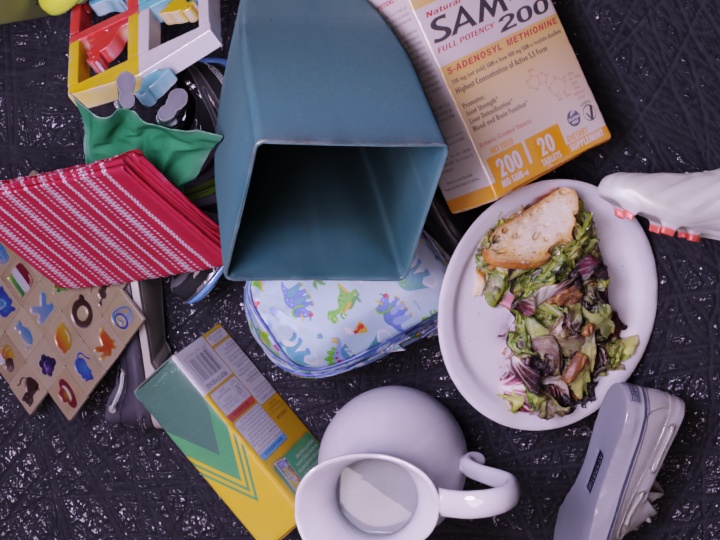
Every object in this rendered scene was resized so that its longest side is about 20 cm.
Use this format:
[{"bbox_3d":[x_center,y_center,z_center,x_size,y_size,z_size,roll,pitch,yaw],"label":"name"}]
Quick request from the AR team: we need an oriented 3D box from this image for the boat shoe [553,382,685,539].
[{"bbox_3d":[0.211,0.182,1.671,0.069,0.071,0.201,9,113,-16],"label":"boat shoe"}]

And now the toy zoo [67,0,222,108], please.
[{"bbox_3d":[-0.171,-0.203,1.639,0.130,0.201,0.020,-22,135,17],"label":"toy zoo"}]

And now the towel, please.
[{"bbox_3d":[-0.206,-0.036,1.621,0.199,0.023,0.145,-8,143,37],"label":"towel"}]

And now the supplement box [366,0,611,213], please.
[{"bbox_3d":[0.093,-0.163,1.597,0.073,0.126,0.201,-17,99,61],"label":"supplement box"}]

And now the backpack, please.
[{"bbox_3d":[0.000,0.000,1.659,0.199,0.154,0.164,-28,98,28],"label":"backpack"}]

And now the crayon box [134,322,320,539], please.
[{"bbox_3d":[-0.088,0.147,1.705,0.052,0.126,0.200,-41,89,18],"label":"crayon box"}]

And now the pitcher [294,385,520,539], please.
[{"bbox_3d":[0.046,0.161,1.636,0.170,0.200,0.122,-1,100,8],"label":"pitcher"}]

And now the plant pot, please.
[{"bbox_3d":[-0.037,-0.115,1.534,0.140,0.201,0.142,0,139,-16],"label":"plant pot"}]

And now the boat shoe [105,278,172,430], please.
[{"bbox_3d":[-0.200,0.039,1.742,0.062,0.073,0.202,-4,104,11],"label":"boat shoe"}]

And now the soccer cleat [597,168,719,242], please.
[{"bbox_3d":[0.283,-0.056,1.604,0.198,0.069,0.078,14,92,-4],"label":"soccer cleat"}]

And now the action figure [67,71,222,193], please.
[{"bbox_3d":[-0.174,-0.081,1.608,0.117,0.200,0.055,20,62,-3],"label":"action figure"}]

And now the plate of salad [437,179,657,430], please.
[{"bbox_3d":[0.153,0.030,1.618,0.198,0.048,0.202,-6,103,-25],"label":"plate of salad"}]

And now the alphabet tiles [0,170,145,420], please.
[{"bbox_3d":[-0.260,0.022,1.745,0.167,0.006,0.200,51,124,17],"label":"alphabet tiles"}]

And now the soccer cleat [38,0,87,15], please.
[{"bbox_3d":[-0.219,-0.303,1.656,0.065,0.083,0.201,28,92,47],"label":"soccer cleat"}]

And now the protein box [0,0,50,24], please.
[{"bbox_3d":[-0.317,-0.308,1.636,0.134,0.200,0.200,18,104,10],"label":"protein box"}]

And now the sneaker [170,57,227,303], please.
[{"bbox_3d":[-0.137,-0.075,1.693,0.082,0.071,0.202,3,98,-23],"label":"sneaker"}]
